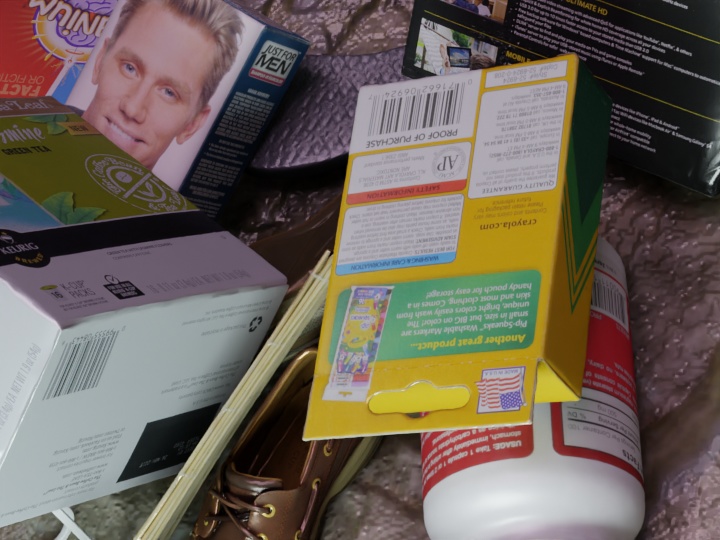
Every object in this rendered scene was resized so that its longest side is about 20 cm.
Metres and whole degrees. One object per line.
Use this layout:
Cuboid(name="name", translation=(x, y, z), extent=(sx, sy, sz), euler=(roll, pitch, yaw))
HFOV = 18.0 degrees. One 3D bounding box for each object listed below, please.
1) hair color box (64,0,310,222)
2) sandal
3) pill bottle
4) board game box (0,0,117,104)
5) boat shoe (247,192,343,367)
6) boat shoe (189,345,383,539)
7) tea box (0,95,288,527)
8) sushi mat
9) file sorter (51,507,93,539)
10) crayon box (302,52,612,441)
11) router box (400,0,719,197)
Cuboid(name="hair color box", translation=(-0.123, -0.071, 1.319), extent=(0.100, 0.061, 0.200), euler=(32, 99, 26))
Cuboid(name="sandal", translation=(0.007, -0.095, 1.341), extent=(0.200, 0.043, 0.076), euler=(-11, 65, 6))
Cuboid(name="pill bottle", translation=(0.086, 0.084, 1.156), extent=(0.112, 0.112, 0.200), euler=(-11, 59, 17))
Cuboid(name="board game box", translation=(-0.160, -0.157, 1.441), extent=(0.153, 0.040, 0.200), euler=(5, 65, 25))
Cuboid(name="boat shoe", translation=(0.000, 0.002, 1.281), extent=(0.200, 0.063, 0.073), euler=(-27, 42, -1))
Cuboid(name="boat shoe", translation=(-0.057, 0.128, 1.219), extent=(0.072, 0.068, 0.200), euler=(19, 72, 31))
Cuboid(name="tea box", translation=(-0.184, 0.015, 1.190), extent=(0.197, 0.200, 0.134), euler=(36, 113, 23))
Cuboid(name="sushi mat", translation=(-0.062, 0.070, 1.201), extent=(0.012, 0.096, 0.200), euler=(34, 98, 2))
Cuboid(name="file sorter", translation=(-0.224, 0.151, 1.236), extent=(0.125, 0.139, 0.200), euler=(-42, 55, -6))
Cuboid(name="crayon box", translation=(0.050, -0.002, 1.120), extent=(0.126, 0.052, 0.200), euler=(-6, 60, 29))
Cuboid(name="router box", translation=(0.128, -0.145, 1.232), extent=(0.200, 0.149, 0.051), euler=(24, 33, 22))
